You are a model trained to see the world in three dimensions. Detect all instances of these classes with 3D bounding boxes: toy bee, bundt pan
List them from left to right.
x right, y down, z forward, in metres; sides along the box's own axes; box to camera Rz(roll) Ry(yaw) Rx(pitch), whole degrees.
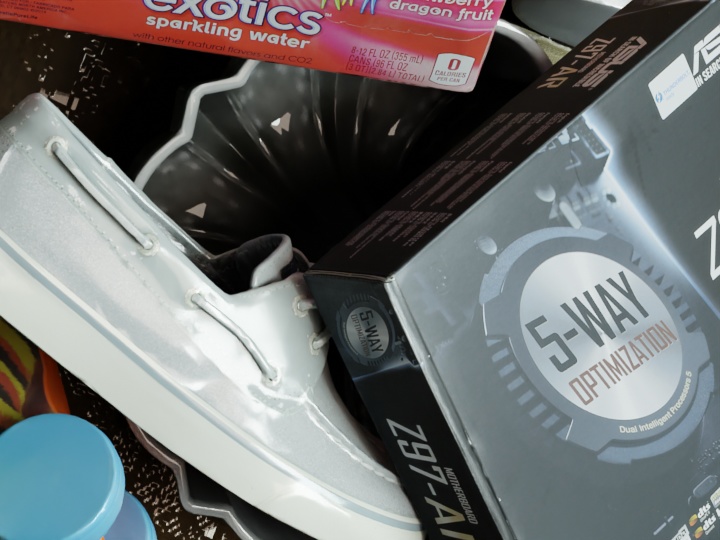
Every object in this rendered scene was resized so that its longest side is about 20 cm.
[{"bbox_3d":[-0.117,0.093,0.769,0.108,0.200,0.131,-27,129,-8],"label":"toy bee"},{"bbox_3d":[0.000,0.000,0.869,0.200,0.076,0.204,-4,104,-17],"label":"bundt pan"}]

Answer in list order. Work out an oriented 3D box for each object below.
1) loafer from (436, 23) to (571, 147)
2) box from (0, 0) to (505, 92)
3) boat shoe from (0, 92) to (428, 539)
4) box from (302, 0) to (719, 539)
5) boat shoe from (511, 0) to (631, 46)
[{"bbox_3d":[0.103,-0.039,0.962,0.199,0.068,0.076,28,79,-34],"label":"loafer"},{"bbox_3d":[-0.047,-0.135,0.764,0.198,0.100,0.096,8,52,-9],"label":"box"},{"bbox_3d":[-0.044,0.019,0.780,0.200,0.070,0.072,38,95,-19],"label":"boat shoe"},{"bbox_3d":[0.090,0.013,0.823,0.200,0.043,0.161,-39,116,-30],"label":"box"},{"bbox_3d":[0.137,-0.112,0.984,0.199,0.068,0.057,9,84,-41],"label":"boat shoe"}]
